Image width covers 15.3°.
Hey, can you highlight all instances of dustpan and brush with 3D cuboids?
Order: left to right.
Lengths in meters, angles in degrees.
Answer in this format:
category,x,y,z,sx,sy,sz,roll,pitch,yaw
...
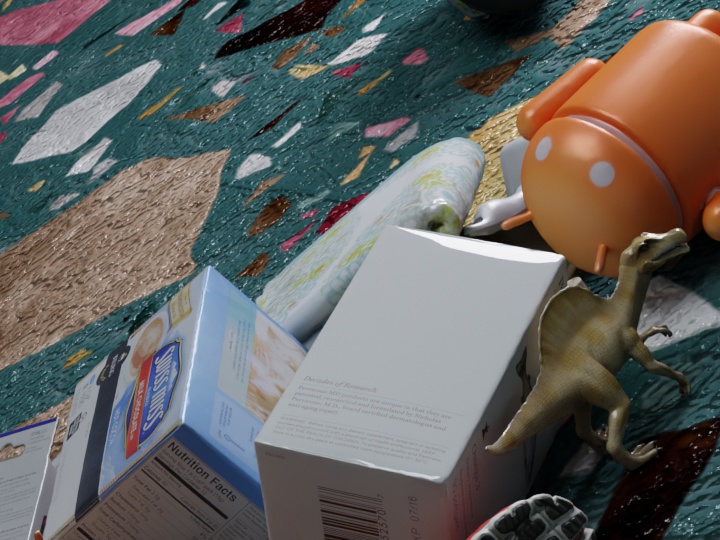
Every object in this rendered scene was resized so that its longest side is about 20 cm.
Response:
category,x,y,z,sx,sy,sz,roll,pitch,yaw
dustpan and brush,0.127,-0.066,1.780,0.139,0.057,0.200,-21,-3,43

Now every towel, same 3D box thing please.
category,x,y,z,sx,sy,sz,roll,pitch,yaw
towel,0.000,0.000,1.787,0.200,0.048,0.171,-41,11,18

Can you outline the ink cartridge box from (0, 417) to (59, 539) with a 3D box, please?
category,x,y,z,sx,sy,sz,roll,pitch,yaw
ink cartridge box,-0.243,0.198,1.766,0.094,0.037,0.201,-18,50,37

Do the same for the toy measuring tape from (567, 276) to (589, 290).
category,x,y,z,sx,sy,sz,roll,pitch,yaw
toy measuring tape,0.066,0.022,1.647,0.200,0.074,0.074,-18,28,36

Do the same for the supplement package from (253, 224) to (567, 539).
category,x,y,z,sx,sy,sz,roll,pitch,yaw
supplement package,0.036,0.085,1.525,0.117,0.117,0.200,10,42,21

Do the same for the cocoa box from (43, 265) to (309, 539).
category,x,y,z,sx,sy,sz,roll,pitch,yaw
cocoa box,-0.096,0.119,1.640,0.131,0.133,0.200,-42,19,21

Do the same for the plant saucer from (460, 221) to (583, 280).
category,x,y,z,sx,sy,sz,roll,pitch,yaw
plant saucer,0.067,0.030,1.753,0.200,0.030,0.200,-30,22,14

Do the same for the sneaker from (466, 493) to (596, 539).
category,x,y,z,sx,sy,sz,roll,pitch,yaw
sneaker,0.041,0.190,1.415,0.200,0.077,0.085,-43,18,-19

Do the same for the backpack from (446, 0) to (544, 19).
category,x,y,z,sx,sy,sz,roll,pitch,yaw
backpack,0.093,-0.288,2.195,0.154,0.163,0.200,-39,11,30

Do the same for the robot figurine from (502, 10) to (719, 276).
category,x,y,z,sx,sy,sz,roll,pitch,yaw
robot figurine,0.182,-0.075,1.664,0.200,0.144,0.117,-43,3,-24

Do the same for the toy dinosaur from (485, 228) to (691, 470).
category,x,y,z,sx,sy,sz,roll,pitch,yaw
toy dinosaur,0.127,0.062,1.507,0.058,0.101,0.200,-5,37,50

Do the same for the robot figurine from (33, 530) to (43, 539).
category,x,y,z,sx,sy,sz,roll,pitch,yaw
robot figurine,-0.154,0.245,1.452,0.143,0.201,0.117,3,-16,-7

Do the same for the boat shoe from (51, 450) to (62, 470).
category,x,y,z,sx,sy,sz,roll,pitch,yaw
boat shoe,-0.166,0.122,1.843,0.066,0.072,0.200,-2,41,50
